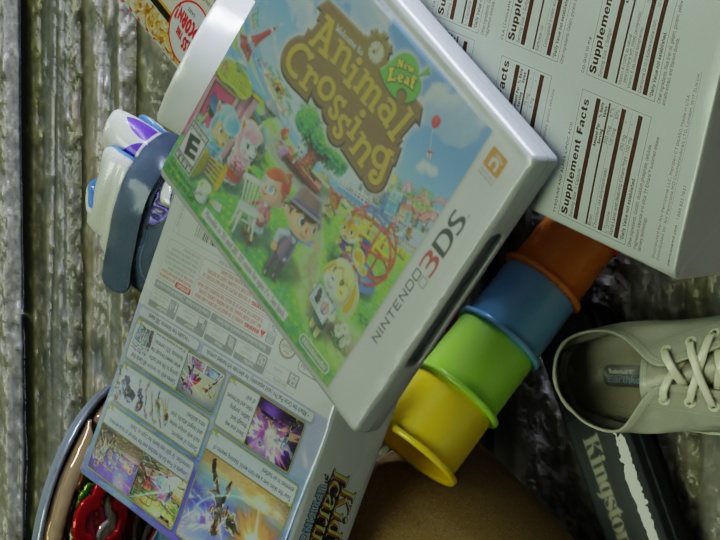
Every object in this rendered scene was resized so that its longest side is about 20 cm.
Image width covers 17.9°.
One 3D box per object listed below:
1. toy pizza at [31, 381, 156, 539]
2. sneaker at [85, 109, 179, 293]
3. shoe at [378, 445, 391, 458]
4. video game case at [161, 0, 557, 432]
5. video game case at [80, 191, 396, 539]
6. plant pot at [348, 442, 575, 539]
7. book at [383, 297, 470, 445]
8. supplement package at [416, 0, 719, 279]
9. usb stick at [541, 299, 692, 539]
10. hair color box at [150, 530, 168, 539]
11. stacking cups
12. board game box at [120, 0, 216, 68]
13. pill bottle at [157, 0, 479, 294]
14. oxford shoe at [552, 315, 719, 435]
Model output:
[{"bbox_3d":[-0.156,0.169,1.507,0.032,0.200,0.201,10,102,21],"label":"toy pizza"},{"bbox_3d":[-0.101,-0.056,1.447,0.146,0.081,0.200,47,134,0],"label":"sneaker"},{"bbox_3d":[-0.025,0.073,1.379,0.200,0.053,0.070,22,109,5],"label":"shoe"},{"bbox_3d":[-0.008,-0.052,1.150,0.200,0.022,0.182,52,124,30],"label":"video game case"},{"bbox_3d":[-0.062,0.066,1.262,0.200,0.045,0.182,28,100,49],"label":"video game case"},{"bbox_3d":[0.080,0.217,1.254,0.200,0.186,0.187,32,117,39],"label":"plant pot"},{"bbox_3d":[0.000,0.000,1.339,0.048,0.133,0.201,83,-169,-80],"label":"book"},{"bbox_3d":[0.156,-0.103,1.132,0.200,0.191,0.147,29,115,42],"label":"supplement package"},{"bbox_3d":[0.148,0.115,1.281,0.055,0.033,0.200,-31,72,43],"label":"usb stick"},{"bbox_3d":[-0.054,0.248,1.461,0.200,0.100,0.061,54,130,29],"label":"hair color box"},{"bbox_3d":[0.083,0.020,1.246,0.060,0.061,0.200,25,74,43],"label":"stacking cups"},{"bbox_3d":[-0.066,-0.208,1.466,0.152,0.046,0.200,51,128,30],"label":"board game box"},{"bbox_3d":[-0.006,-0.073,1.273,0.200,0.113,0.113,28,121,0],"label":"pill bottle"},{"bbox_3d":[0.186,0.054,1.201,0.200,0.058,0.075,-5,85,33],"label":"oxford shoe"}]
